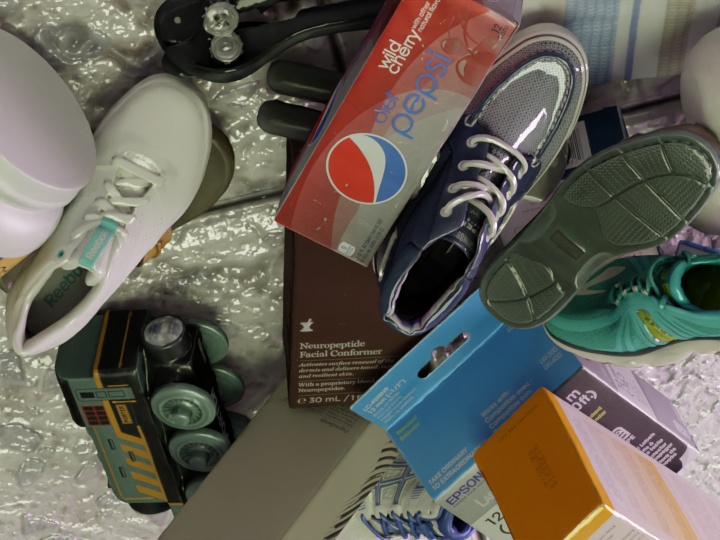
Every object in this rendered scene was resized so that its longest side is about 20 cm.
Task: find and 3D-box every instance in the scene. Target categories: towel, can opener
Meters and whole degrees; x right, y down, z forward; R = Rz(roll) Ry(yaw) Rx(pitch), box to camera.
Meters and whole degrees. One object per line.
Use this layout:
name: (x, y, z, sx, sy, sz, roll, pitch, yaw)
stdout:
towel: (0.164, -0.153, 1.545, 0.199, 0.024, 0.147, -7, 154, -2)
can opener: (0.036, -0.088, 1.580, 0.199, 0.067, 0.054, 14, 91, 3)
can opener: (-0.030, -0.164, 1.517, 0.199, 0.079, 0.064, -18, 103, 2)

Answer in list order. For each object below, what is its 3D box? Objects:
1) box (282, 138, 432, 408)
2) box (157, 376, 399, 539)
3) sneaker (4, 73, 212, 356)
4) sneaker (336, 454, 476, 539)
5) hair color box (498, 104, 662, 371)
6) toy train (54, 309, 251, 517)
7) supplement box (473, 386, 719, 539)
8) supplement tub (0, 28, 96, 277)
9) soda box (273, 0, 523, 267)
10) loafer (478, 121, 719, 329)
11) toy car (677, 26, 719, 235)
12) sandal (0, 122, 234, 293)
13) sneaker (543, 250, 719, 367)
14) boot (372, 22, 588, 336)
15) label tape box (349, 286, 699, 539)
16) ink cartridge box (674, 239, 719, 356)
box: (0.000, 0.000, 1.667, 0.100, 0.075, 0.201, -3, 133, -5)
box: (-0.051, 0.151, 1.716, 0.082, 0.200, 0.069, 22, 142, 25)
sneaker: (-0.157, -0.028, 1.547, 0.075, 0.089, 0.200, 31, 102, -6)
sneaker: (0.043, 0.165, 1.826, 0.200, 0.088, 0.075, -34, 132, 25)
hair color box: (0.152, -0.013, 1.683, 0.100, 0.061, 0.200, -14, 135, 8)
toy train: (-0.141, 0.104, 1.748, 0.113, 0.085, 0.200, -2, 139, 12)
supplement box: (0.180, 0.178, 1.648, 0.200, 0.126, 0.074, 33, 109, -33)
supplement tub: (-0.273, -0.046, 1.528, 0.200, 0.145, 0.144, -36, 129, 26)
soda box: (0.022, -0.102, 1.491, 0.070, 0.064, 0.200, 27, 123, -8)
loafer: (0.151, -0.039, 1.563, 0.072, 0.063, 0.200, 45, 127, -8)
toy car: (0.292, -0.072, 1.558, 0.174, 0.150, 0.200, -13, 149, -12)
sandal: (-0.163, -0.030, 1.623, 0.199, 0.055, 0.082, -29, 132, 19)
sneaker: (0.200, 0.013, 1.577, 0.199, 0.078, 0.080, -5, 154, 34)
boot: (0.076, -0.051, 1.506, 0.073, 0.090, 0.200, 27, 110, -12)
label tape box: (0.113, 0.110, 1.697, 0.143, 0.066, 0.200, -43, 128, 16)
ink cartridge box: (0.309, 0.040, 1.694, 0.200, 0.115, 0.068, 13, 96, -44)
